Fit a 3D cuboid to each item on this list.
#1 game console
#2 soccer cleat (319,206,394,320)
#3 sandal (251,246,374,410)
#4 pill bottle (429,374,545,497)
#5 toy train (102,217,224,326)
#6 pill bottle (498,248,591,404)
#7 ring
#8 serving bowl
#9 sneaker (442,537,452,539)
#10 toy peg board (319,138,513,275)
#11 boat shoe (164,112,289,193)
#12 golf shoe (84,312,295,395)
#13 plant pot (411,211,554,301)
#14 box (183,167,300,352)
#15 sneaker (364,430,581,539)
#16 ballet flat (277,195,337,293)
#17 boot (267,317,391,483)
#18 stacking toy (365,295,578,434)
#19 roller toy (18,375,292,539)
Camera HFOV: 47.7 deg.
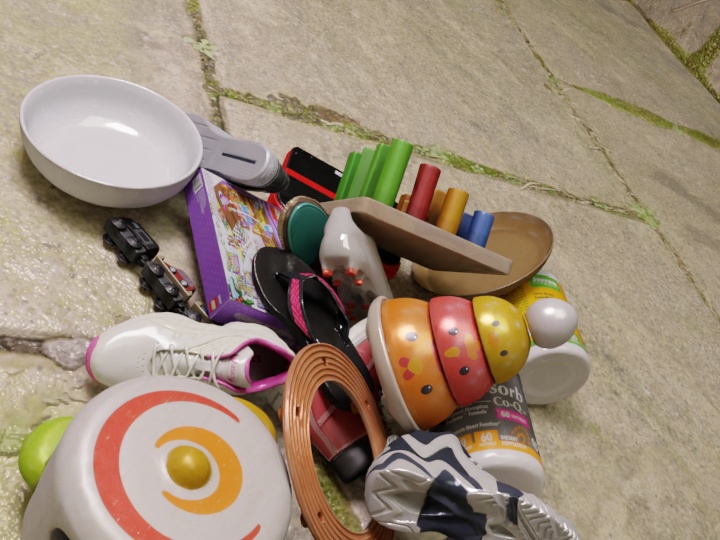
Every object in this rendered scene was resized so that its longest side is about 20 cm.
[{"bbox_3d":[-0.027,-0.080,1.122,0.199,0.031,0.178,29,32,-12],"label":"game console"},{"bbox_3d":[0.000,0.000,0.927,0.068,0.200,0.078,0,67,13],"label":"soccer cleat"},{"bbox_3d":[-0.043,0.048,0.833,0.075,0.045,0.201,-17,62,-37],"label":"sandal"},{"bbox_3d":[0.127,0.160,0.896,0.115,0.117,0.201,20,38,-22],"label":"pill bottle"},{"bbox_3d":[-0.200,0.018,0.856,0.200,0.034,0.046,48,26,15],"label":"toy train"},{"bbox_3d":[0.227,0.067,1.091,0.110,0.111,0.201,18,39,-24],"label":"pill bottle"},{"bbox_3d":[-0.019,0.163,0.713,0.201,0.019,0.202,52,29,-44],"label":"ring"},{"bbox_3d":[-0.283,-0.136,0.923,0.198,0.066,0.201,16,40,-14],"label":"serving bowl"},{"bbox_3d":[0.092,0.305,0.751,0.199,0.075,0.100,-27,76,-44],"label":"sneaker"},{"bbox_3d":[0.064,-0.076,0.982,0.198,0.099,0.200,21,-5,-21],"label":"toy peg board"},{"bbox_3d":[-0.174,-0.133,1.000,0.199,0.072,0.071,26,-12,30],"label":"boat shoe"},{"bbox_3d":[-0.150,0.080,0.757,0.198,0.076,0.091,0,4,-30],"label":"golf shoe"},{"bbox_3d":[0.167,-0.016,1.111,0.201,0.198,0.028,-70,145,-54],"label":"plant pot"},{"bbox_3d":[-0.123,-0.012,0.919,0.136,0.039,0.201,26,33,-42],"label":"box"},{"bbox_3d":[0.102,0.202,0.748,0.197,0.080,0.130,14,17,1],"label":"sneaker"},{"bbox_3d":[-0.058,-0.032,0.943,0.065,0.071,0.200,36,-11,33],"label":"ballet flat"},{"bbox_3d":[0.014,0.137,0.871,0.144,0.073,0.200,44,44,11],"label":"boot"},{"bbox_3d":[0.116,0.069,0.807,0.146,0.198,0.148,-20,90,-78],"label":"stacking toy"},{"bbox_3d":[-0.148,0.180,0.618,0.198,0.140,0.184,11,43,-32],"label":"roller toy"}]
